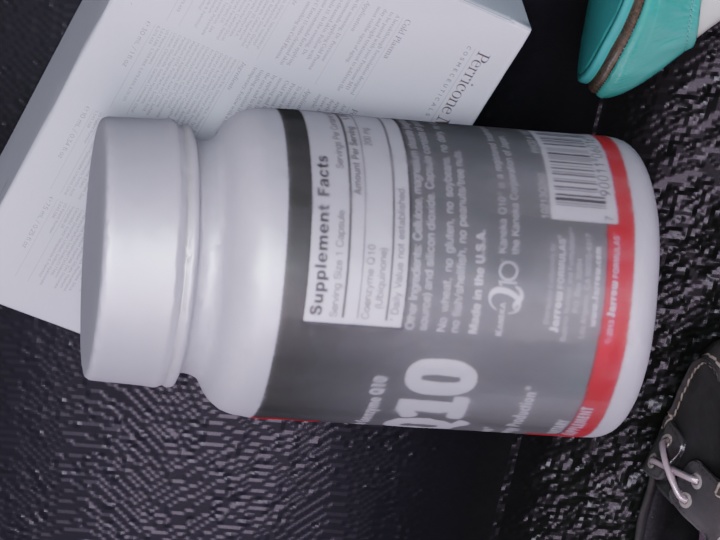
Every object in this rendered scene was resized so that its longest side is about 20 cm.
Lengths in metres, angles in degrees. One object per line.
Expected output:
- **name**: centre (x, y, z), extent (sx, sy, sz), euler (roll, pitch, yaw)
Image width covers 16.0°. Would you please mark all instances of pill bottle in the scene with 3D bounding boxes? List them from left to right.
- **pill bottle**: centre (0.000, 0.000, 0.947), extent (0.199, 0.114, 0.114), euler (4, 123, -11)

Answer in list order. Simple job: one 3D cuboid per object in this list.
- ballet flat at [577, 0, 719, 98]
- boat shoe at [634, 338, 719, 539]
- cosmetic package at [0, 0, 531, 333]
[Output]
- **ballet flat**: centre (0.125, -0.134, 0.935), extent (0.070, 0.068, 0.200), euler (4, 139, -2)
- **boat shoe**: centre (0.146, 0.119, 1.124), extent (0.057, 0.067, 0.201), euler (-13, 128, -16)
- **cosmetic package**: centre (-0.049, -0.054, 1.002), extent (0.150, 0.052, 0.200), euler (23, 118, -18)
